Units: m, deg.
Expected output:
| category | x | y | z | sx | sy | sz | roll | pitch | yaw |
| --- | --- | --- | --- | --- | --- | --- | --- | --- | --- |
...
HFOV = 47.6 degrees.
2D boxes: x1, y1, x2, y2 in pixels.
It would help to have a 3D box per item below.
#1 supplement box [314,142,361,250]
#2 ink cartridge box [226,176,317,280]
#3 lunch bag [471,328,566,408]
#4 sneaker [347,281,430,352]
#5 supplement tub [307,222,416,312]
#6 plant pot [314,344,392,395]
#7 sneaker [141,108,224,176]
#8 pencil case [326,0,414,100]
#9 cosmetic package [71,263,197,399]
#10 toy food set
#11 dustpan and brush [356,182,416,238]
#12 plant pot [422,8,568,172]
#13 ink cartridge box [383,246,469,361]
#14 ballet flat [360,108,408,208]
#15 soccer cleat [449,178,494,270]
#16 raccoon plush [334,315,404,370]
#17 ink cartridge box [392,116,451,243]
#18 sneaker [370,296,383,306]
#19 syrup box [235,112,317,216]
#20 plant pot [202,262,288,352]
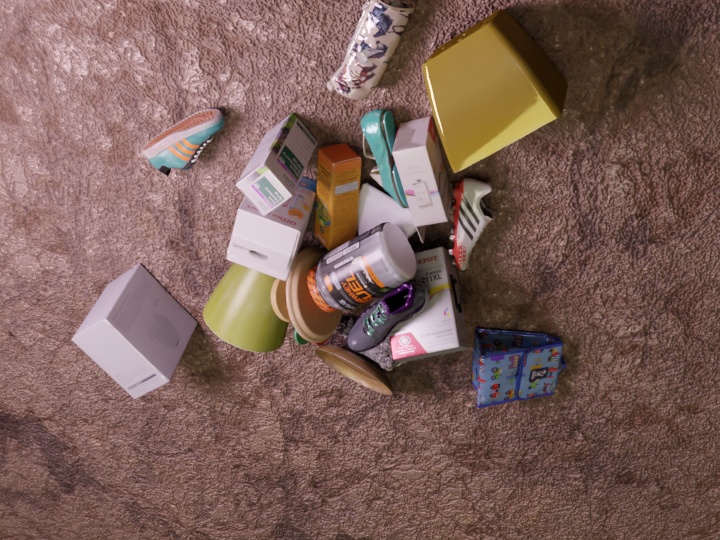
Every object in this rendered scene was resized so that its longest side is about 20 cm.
| category | x | y | z | sx | sy | sz | roll | pitch | yaw |
| --- | --- | --- | --- | --- | --- | --- | --- | --- | --- |
| supplement box | -0.045 | -0.141 | 1.591 | 0.068 | 0.067 | 0.202 | -18 | 132 | -25 |
| ink cartridge box | -0.170 | -0.090 | 1.582 | 0.127 | 0.201 | 0.126 | 18 | 128 | -3 |
| lunch bag | 0.348 | 0.208 | 1.774 | 0.196 | 0.095 | 0.153 | -3 | 125 | -1 |
| sneaker | 0.038 | 0.083 | 1.577 | 0.199 | 0.075 | 0.087 | -40 | 155 | 16 |
| supplement tub | 0.000 | 0.000 | 1.592 | 0.198 | 0.123 | 0.123 | -28 | 116 | 29 |
| plant pot | -0.011 | 0.217 | 1.821 | 0.198 | 0.028 | 0.200 | 27 | 164 | 8 |
| sneaker | -0.331 | -0.247 | 1.589 | 0.198 | 0.072 | 0.080 | -19 | 125 | 29 |
| pencil case | 0.014 | -0.386 | 1.402 | 0.088 | 0.079 | 0.201 | 12 | 130 | -23 |
| cosmetic package | -0.497 | 0.134 | 1.814 | 0.122 | 0.201 | 0.201 | -26 | 117 | 27 |
| toy food set | -0.098 | 0.055 | 1.678 | 0.048 | 0.201 | 0.199 | -5 | 132 | 33 |
| dustpan and brush | 0.030 | -0.073 | 1.652 | 0.138 | 0.057 | 0.202 | 30 | 120 | 2 |
| plant pot | 0.211 | -0.312 | 1.355 | 0.198 | 0.200 | 0.178 | -26 | 106 | 27 |
| ink cartridge box | 0.125 | 0.069 | 1.635 | 0.144 | 0.204 | 0.083 | -14 | 167 | 21 |
| ballet flat | 0.046 | -0.210 | 1.541 | 0.069 | 0.068 | 0.202 | 1 | 125 | 31 |
| soccer cleat | 0.217 | -0.086 | 1.588 | 0.084 | 0.069 | 0.203 | 3 | 123 | 10 |
| raccoon plush | 0.009 | 0.159 | 1.743 | 0.196 | 0.134 | 0.099 | 6 | 96 | -3 |
| ink cartridge box | 0.122 | -0.166 | 1.518 | 0.066 | 0.117 | 0.202 | -8 | 125 | 17 |
| sneaker | 0.118 | 0.113 | 1.747 | 0.196 | 0.076 | 0.106 | 4 | 127 | 8 |
| syrup box | -0.150 | -0.197 | 1.500 | 0.081 | 0.201 | 0.079 | -31 | 114 | 29 |
| plant pot | -0.211 | 0.034 | 1.713 | 0.185 | 0.188 | 0.202 | 23 | 112 | -6 |
